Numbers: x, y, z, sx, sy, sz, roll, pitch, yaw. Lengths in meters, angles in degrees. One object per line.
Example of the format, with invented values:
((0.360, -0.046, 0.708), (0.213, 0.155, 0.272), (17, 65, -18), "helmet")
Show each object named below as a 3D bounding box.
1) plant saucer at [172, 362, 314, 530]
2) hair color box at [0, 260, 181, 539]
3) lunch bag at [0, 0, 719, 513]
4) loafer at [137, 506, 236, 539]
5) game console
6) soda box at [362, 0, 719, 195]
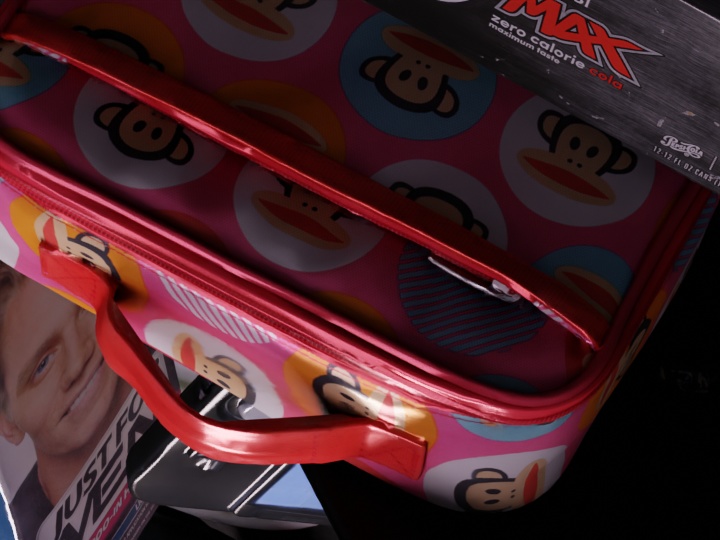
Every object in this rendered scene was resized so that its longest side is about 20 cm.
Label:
((-0.075, 0.013, 1.065), (0.199, 0.050, 0.200), (23, 148, 15), "plant saucer")
((-0.115, 0.030, 0.977), (0.060, 0.100, 0.200), (20, 148, 20), "hair color box")
((-0.010, -0.026, 0.820), (0.199, 0.176, 0.082), (27, 149, 8), "lunch bag")
((-0.059, 0.133, 1.175), (0.070, 0.068, 0.200), (11, 165, 31), "loafer")
((0.050, 0.084, 0.900), (0.199, 0.117, 0.176), (9, 150, -25), "game console")
((0.063, -0.087, 0.778), (0.199, 0.063, 0.071), (29, 149, 6), "soda box")
